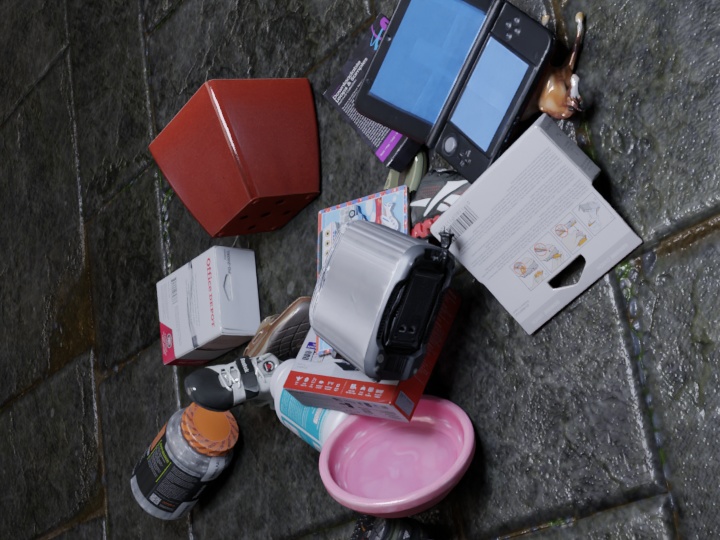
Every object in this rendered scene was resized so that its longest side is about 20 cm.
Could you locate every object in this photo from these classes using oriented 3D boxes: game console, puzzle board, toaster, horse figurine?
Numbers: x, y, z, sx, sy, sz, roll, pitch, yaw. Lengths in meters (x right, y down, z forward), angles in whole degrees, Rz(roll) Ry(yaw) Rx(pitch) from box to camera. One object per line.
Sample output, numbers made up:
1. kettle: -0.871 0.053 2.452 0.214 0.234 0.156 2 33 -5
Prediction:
1. game console: 0.109 -0.230 1.426 0.173 0.117 0.202 49 121 47
2. puzzle board: 0.000 0.000 1.557 0.149 0.017 0.204 -14 66 35
3. toaster: 0.024 0.024 1.440 0.128 0.113 0.203 26 102 37
4. horse figurine: 0.201 -0.229 1.443 0.199 0.049 0.135 -9 73 51

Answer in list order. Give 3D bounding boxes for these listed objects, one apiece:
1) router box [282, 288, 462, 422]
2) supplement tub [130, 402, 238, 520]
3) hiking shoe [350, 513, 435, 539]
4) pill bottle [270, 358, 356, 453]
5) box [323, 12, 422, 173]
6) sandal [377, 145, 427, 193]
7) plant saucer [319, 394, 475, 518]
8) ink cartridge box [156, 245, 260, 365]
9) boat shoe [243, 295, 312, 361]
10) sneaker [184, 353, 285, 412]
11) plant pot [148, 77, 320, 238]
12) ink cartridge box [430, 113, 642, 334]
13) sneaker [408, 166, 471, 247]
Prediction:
1. router box: 0.014 0.095 1.563 0.198 0.049 0.181 2 58 44
2. supplement tub: -0.283 0.305 1.958 0.200 0.121 0.124 -50 49 37
3. hiking shoe: 0.042 0.354 1.551 0.200 0.099 0.077 127 164 -74
4. pill bottle: -0.047 0.189 1.668 0.199 0.109 0.113 28 107 51
5. box: 0.041 -0.245 1.645 0.144 0.036 0.201 -52 46 15
6. sandal: 0.036 -0.079 1.634 0.079 0.057 0.205 19 99 51
7. plant saucer: 0.048 0.236 1.498 0.200 0.199 0.051 28 143 51
8. ink cartridge box: -0.249 0.061 1.976 0.199 0.082 0.148 -27 64 48
9. boat shoe: -0.128 0.100 1.819 0.201 0.075 0.072 -51 46 34
10. sneaker: -0.162 0.153 1.751 0.089 0.198 0.075 -50 54 35
11. plant pot: -0.171 -0.161 1.829 0.199 0.198 0.179 -36 71 45
12. ink cartridge box: 0.203 -0.049 1.389 0.176 0.045 0.200 46 128 0
13. sneaker: 0.124 -0.094 1.509 0.200 0.070 0.100 -29 65 49
